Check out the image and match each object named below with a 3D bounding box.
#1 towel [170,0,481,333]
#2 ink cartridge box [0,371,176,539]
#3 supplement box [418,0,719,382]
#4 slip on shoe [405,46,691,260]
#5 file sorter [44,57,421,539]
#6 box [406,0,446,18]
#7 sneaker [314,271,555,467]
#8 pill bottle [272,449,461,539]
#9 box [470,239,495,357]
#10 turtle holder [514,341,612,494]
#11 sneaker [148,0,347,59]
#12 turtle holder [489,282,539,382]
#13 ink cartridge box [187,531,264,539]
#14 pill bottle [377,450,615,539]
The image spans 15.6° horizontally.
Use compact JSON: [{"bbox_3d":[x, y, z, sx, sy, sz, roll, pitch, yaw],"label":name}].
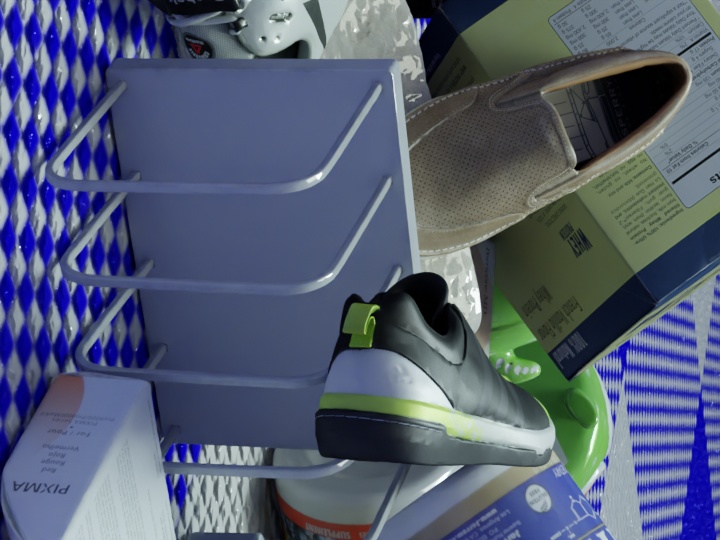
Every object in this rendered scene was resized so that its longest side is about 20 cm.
[{"bbox_3d":[-0.017,-0.054,1.321,0.132,0.034,0.201,-11,86,-33],"label":"towel"},{"bbox_3d":[-0.128,0.165,1.100,0.200,0.050,0.163,-61,150,-52],"label":"ink cartridge box"},{"bbox_3d":[0.133,-0.072,1.495,0.200,0.134,0.200,54,-16,6],"label":"supplement box"},{"bbox_3d":[0.083,-0.063,1.325,0.061,0.199,0.076,-18,-87,62],"label":"slip on shoe"},{"bbox_3d":[-0.054,0.020,1.191,0.125,0.138,0.201,-61,148,-58],"label":"file sorter"},{"bbox_3d":[0.030,-0.281,1.610,0.201,0.086,0.164,75,21,-47],"label":"box"},{"bbox_3d":[0.039,0.043,1.152,0.200,0.071,0.083,12,81,-71],"label":"sneaker"},{"bbox_3d":[0.015,0.183,1.519,0.112,0.111,0.201,-67,153,-56],"label":"pill bottle"},{"bbox_3d":[0.000,0.000,1.443,0.200,0.077,0.096,31,59,-60],"label":"box"},{"bbox_3d":[0.090,0.095,1.811,0.141,0.185,0.132,-54,158,-7],"label":"turtle holder"},{"bbox_3d":[-0.066,-0.140,1.215,0.200,0.074,0.089,25,77,-54],"label":"sneaker"},{"bbox_3d":[0.056,-0.003,1.646,0.141,0.185,0.133,-153,-131,-69],"label":"turtle holder"},{"bbox_3d":[-0.061,0.258,1.361,0.200,0.043,0.174,70,23,-54],"label":"ink cartridge box"},{"bbox_3d":[0.093,0.189,1.257,0.200,0.119,0.120,55,12,8],"label":"pill bottle"}]
